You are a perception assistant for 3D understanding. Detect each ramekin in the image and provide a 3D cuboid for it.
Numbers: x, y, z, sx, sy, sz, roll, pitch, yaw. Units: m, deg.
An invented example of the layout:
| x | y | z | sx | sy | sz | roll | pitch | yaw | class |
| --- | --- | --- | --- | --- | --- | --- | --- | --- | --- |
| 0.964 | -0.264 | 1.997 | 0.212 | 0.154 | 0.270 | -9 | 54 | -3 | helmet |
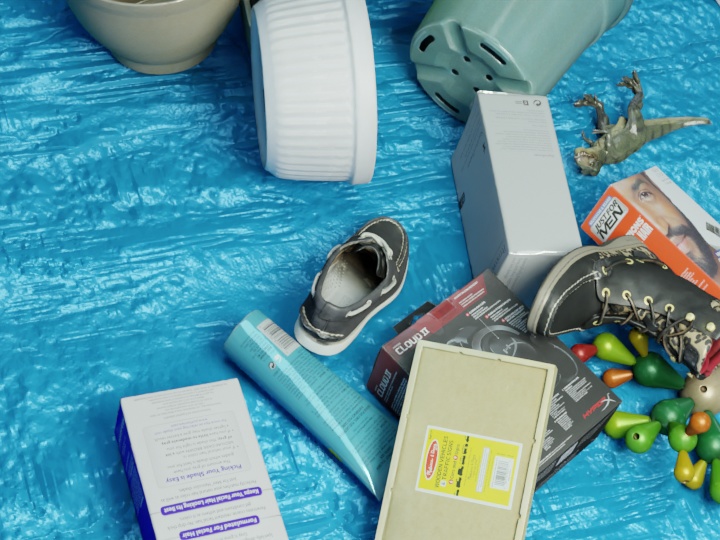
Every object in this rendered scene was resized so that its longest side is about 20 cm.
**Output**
| x | y | z | sx | sy | sz | roll | pitch | yaw | class |
| --- | --- | --- | --- | --- | --- | --- | --- | --- | --- |
| -0.049 | -0.181 | 1.444 | 0.104 | 0.201 | 0.202 | -5 | 57 | -7 | ramekin |

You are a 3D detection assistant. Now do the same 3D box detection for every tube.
| x | y | z | sx | sy | sz | roll | pitch | yaw | class |
| --- | --- | --- | --- | --- | --- | --- | --- | --- | --- |
| -0.036 | 0.117 | 1.329 | 0.200 | 0.051 | 0.077 | 40 | 54 | 10 | tube |

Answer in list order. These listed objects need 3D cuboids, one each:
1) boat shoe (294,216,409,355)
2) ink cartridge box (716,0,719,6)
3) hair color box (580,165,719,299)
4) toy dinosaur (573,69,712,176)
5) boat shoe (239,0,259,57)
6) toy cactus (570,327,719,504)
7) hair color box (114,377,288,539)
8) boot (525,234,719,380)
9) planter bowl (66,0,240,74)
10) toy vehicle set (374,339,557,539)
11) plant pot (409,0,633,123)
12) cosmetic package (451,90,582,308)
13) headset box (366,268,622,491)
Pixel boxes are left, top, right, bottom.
| x | y | z | sx | sy | sz | roll | pitch | yaw | class |
| --- | --- | --- | --- | --- | --- | --- | --- | --- | --- |
| 0.000 | 0.000 | 1.392 | 0.074 | 0.061 | 0.200 | 32 | 41 | 10 | boat shoe |
| 0.462 | -0.442 | 1.791 | 0.145 | 0.084 | 0.201 | 48 | 50 | -21 | ink cartridge box |
| 0.331 | -0.009 | 1.482 | 0.200 | 0.064 | 0.111 | 45 | 35 | 18 | hair color box |
| 0.289 | -0.164 | 1.611 | 0.199 | 0.047 | 0.089 | -23 | 79 | -28 | toy dinosaur |
| -0.099 | -0.296 | 1.581 | 0.065 | 0.075 | 0.201 | -8 | 48 | -6 | boat shoe |
| 0.305 | 0.122 | 1.395 | 0.164 | 0.103 | 0.200 | -22 | 53 | -38 | toy cactus |
| -0.130 | 0.198 | 1.235 | 0.108 | 0.065 | 0.201 | -8 | 57 | -21 | hair color box |
| 0.256 | 0.041 | 1.350 | 0.150 | 0.074 | 0.199 | 34 | 31 | 28 | boot |
| -0.207 | -0.287 | 1.497 | 0.198 | 0.135 | 0.202 | 0 | 51 | 0 | planter bowl |
| 0.089 | 0.168 | 1.261 | 0.123 | 0.027 | 0.202 | 11 | 80 | 14 | toy vehicle set |
| 0.161 | -0.268 | 1.568 | 0.199 | 0.201 | 0.197 | 32 | 61 | 8 | plant pot |
| 0.153 | -0.065 | 1.465 | 0.080 | 0.113 | 0.202 | 3 | 53 | -12 | cosmetic package |
| 0.114 | 0.106 | 1.355 | 0.148 | 0.078 | 0.200 | -35 | 69 | -32 | headset box |
